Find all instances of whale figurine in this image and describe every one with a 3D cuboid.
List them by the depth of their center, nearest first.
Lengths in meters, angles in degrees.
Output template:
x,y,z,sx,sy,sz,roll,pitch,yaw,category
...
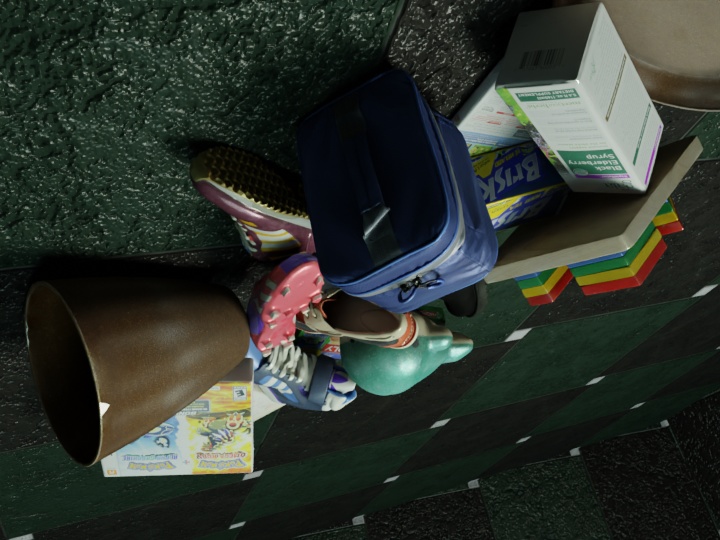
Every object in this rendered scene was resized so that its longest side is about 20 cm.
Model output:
x,y,z,sx,sy,sz,roll,pitch,yaw,category
0.064,0.116,0.954,0.198,0.105,0.158,12,160,-40,whale figurine

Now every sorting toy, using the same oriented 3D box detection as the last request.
x,y,z,sx,sy,sz,roll,pitch,yaw,category
0.267,-0.045,0.797,0.199,0.070,0.199,-43,-167,-32,sorting toy

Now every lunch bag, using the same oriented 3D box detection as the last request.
x,y,z,sx,sy,sz,roll,pitch,yaw,category
0.026,-0.062,0.627,0.135,0.202,0.132,-27,151,24,lunch bag

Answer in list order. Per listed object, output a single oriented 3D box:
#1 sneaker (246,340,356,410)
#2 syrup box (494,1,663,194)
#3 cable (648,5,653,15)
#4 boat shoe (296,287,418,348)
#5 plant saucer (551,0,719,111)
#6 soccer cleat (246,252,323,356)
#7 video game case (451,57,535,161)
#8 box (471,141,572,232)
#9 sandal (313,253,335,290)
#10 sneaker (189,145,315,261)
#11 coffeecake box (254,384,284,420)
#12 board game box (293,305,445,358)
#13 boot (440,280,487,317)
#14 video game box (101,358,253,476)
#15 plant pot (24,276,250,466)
x,y,z,sx,sy,sz,roll,pitch,yaw,category
-0.079,0.128,0.959,0.145,0.081,0.201,0,146,22,sneaker
0.211,-0.150,0.662,0.078,0.082,0.200,8,162,40,syrup box
0.325,-0.211,0.630,0.161,0.051,0.200,18,-175,10,cable
-0.028,0.047,0.847,0.198,0.072,0.062,15,175,23,boat shoe
0.258,-0.201,0.594,0.032,0.199,0.200,-61,150,-6,plant saucer
-0.091,0.026,0.768,0.066,0.077,0.200,-19,159,-24,soccer cleat
0.143,-0.139,0.770,0.142,0.018,0.200,0,146,-36,video game case
0.128,-0.080,0.777,0.198,0.065,0.070,-16,153,-11,box
0.000,0.000,0.827,0.198,0.076,0.043,-8,120,20,sandal
-0.100,-0.051,0.696,0.090,0.075,0.199,-39,147,24,sneaker
-0.222,0.177,1.030,0.152,0.074,0.200,-29,152,16,coffeecake box
0.006,0.087,1.028,0.198,0.029,0.135,9,142,-23,board game box
0.084,0.019,0.952,0.156,0.080,0.212,-21,149,-5,boot
-0.236,0.190,0.905,0.197,0.047,0.184,0,131,-8,video game box
-0.226,0.082,0.766,0.199,0.188,0.187,-16,157,-41,plant pot
